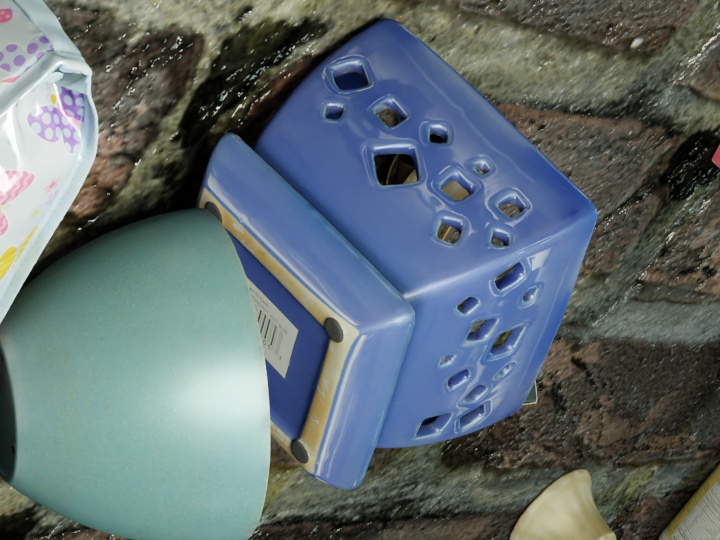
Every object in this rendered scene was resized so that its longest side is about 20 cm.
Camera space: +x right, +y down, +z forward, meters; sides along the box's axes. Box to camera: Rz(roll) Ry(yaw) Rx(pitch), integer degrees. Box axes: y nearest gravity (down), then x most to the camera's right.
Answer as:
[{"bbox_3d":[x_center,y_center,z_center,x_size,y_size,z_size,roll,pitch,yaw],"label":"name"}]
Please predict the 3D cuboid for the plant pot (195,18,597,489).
[{"bbox_3d":[0.000,0.000,1.649,0.180,0.200,0.200,-30,153,-33],"label":"plant pot"}]

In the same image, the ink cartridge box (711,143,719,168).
[{"bbox_3d":[0.394,-0.129,2.159,0.083,0.145,0.200,-18,144,-44],"label":"ink cartridge box"}]

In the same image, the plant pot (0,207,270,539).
[{"bbox_3d":[-0.148,0.070,1.569,0.134,0.201,0.200,-7,141,-20],"label":"plant pot"}]

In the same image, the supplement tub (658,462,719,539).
[{"bbox_3d":[0.405,0.286,2.830,0.200,0.145,0.145,-53,155,15],"label":"supplement tub"}]

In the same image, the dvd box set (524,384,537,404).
[{"bbox_3d":[0.002,0.090,1.847,0.199,0.030,0.146,-8,177,31],"label":"dvd box set"}]

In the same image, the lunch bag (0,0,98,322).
[{"bbox_3d":[-0.221,-0.071,1.221,0.127,0.170,0.200,-4,136,-53],"label":"lunch bag"}]

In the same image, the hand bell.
[{"bbox_3d":[0.243,0.292,2.507,0.104,0.200,0.104,-36,155,-20],"label":"hand bell"}]

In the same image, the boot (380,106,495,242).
[{"bbox_3d":[0.025,-0.038,1.815,0.200,0.074,0.075,-51,141,-5],"label":"boot"}]
